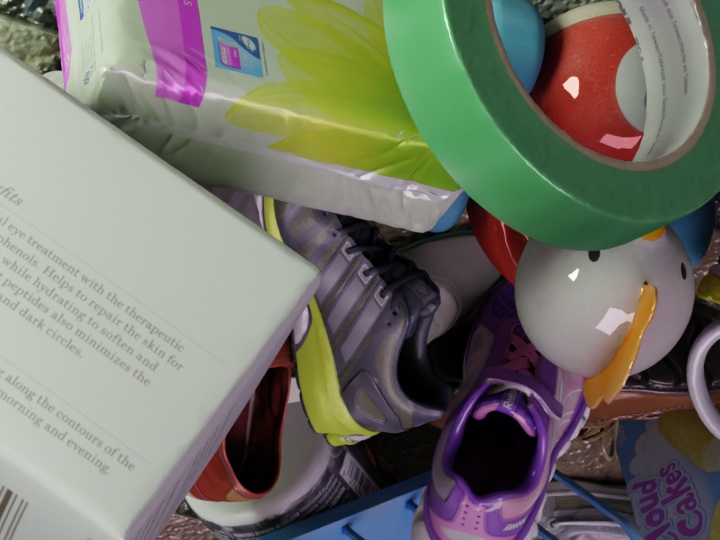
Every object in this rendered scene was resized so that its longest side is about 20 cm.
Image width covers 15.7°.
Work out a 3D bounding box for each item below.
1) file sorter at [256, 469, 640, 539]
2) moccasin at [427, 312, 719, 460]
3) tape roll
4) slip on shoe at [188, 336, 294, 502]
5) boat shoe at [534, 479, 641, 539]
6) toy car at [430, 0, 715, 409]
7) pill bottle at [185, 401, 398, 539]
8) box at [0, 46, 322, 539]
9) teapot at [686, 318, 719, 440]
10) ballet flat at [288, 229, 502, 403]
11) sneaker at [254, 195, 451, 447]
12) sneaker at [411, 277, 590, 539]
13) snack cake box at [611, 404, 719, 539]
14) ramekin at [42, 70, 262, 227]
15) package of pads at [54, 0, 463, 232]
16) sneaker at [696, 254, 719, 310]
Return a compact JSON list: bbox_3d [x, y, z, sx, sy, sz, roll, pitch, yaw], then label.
[{"bbox_3d":[0.054,0.209,1.527,0.200,0.123,0.139,-19,125,-32],"label":"file sorter"},{"bbox_3d":[0.134,0.068,1.561,0.201,0.074,0.078,-9,145,-7],"label":"moccasin"},{"bbox_3d":[0.104,-0.111,1.277,0.200,0.201,0.048,21,150,-30],"label":"tape roll"},{"bbox_3d":[-0.063,0.034,1.439,0.074,0.061,0.200,-6,105,-49],"label":"slip on shoe"},{"bbox_3d":[0.152,0.181,1.685,0.202,0.065,0.074,-3,136,-9],"label":"boat shoe"},{"bbox_3d":[0.132,-0.022,1.376,0.184,0.200,0.177,10,132,-22],"label":"toy car"},{"bbox_3d":[-0.019,0.161,1.600,0.106,0.106,0.200,-24,135,13],"label":"pill bottle"},{"bbox_3d":[-0.160,0.043,1.200,0.199,0.171,0.200,35,149,2],"label":"box"},{"bbox_3d":[0.298,0.005,1.478,0.146,0.200,0.197,37,154,2],"label":"teapot"},{"bbox_3d":[-0.004,0.038,1.506,0.200,0.064,0.067,-18,136,7],"label":"ballet flat"},{"bbox_3d":[0.000,0.000,1.417,0.081,0.074,0.200,-4,114,29],"label":"sneaker"},{"bbox_3d":[0.086,0.075,1.462,0.080,0.200,0.089,15,151,9],"label":"sneaker"},{"bbox_3d":[0.232,0.154,1.576,0.115,0.200,0.067,-34,131,22],"label":"snack cake box"},{"bbox_3d":[-0.142,-0.012,1.355,0.202,0.094,0.203,13,125,18],"label":"ramekin"},{"bbox_3d":[-0.050,-0.107,1.283,0.200,0.155,0.068,13,130,-23],"label":"package of pads"},{"bbox_3d":[0.230,-0.011,1.358,0.074,0.200,0.085,20,87,-14],"label":"sneaker"}]
